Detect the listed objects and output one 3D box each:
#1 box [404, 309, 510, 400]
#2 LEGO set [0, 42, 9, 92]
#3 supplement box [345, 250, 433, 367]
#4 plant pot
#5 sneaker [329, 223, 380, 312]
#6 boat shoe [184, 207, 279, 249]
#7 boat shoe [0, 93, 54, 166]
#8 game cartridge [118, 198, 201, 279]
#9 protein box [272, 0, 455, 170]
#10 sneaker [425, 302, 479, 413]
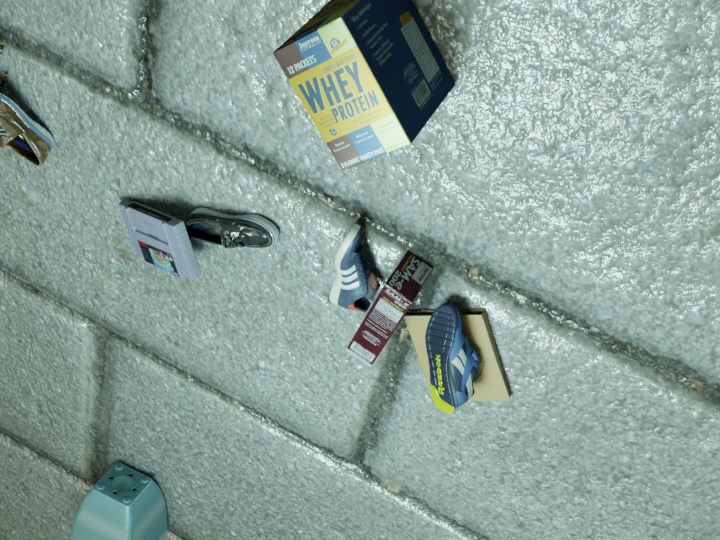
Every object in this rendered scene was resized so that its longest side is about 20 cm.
[{"bbox_3d":[0.182,0.159,1.814,0.161,0.021,0.203,-2,122,31],"label":"box"},{"bbox_3d":[-0.758,-0.401,1.880,0.151,0.118,0.201,3,148,-9],"label":"LEGO set"},{"bbox_3d":[0.051,0.072,1.761,0.060,0.109,0.201,33,133,2],"label":"supplement box"},{"bbox_3d":[-0.626,0.625,2.538,0.193,0.197,0.203,21,123,14],"label":"plant pot"},{"bbox_3d":[0.000,0.000,1.762,0.083,0.075,0.202,25,143,12],"label":"sneaker"},{"bbox_3d":[-0.252,-0.072,1.852,0.197,0.066,0.071,15,131,19],"label":"boat shoe"},{"bbox_3d":[-0.686,-0.278,1.888,0.072,0.073,0.199,-26,135,34],"label":"boat shoe"},{"bbox_3d":[-0.401,-0.061,1.930,0.198,0.038,0.132,20,131,41],"label":"game cartridge"},{"bbox_3d":[0.012,-0.297,1.432,0.133,0.199,0.202,-16,115,37],"label":"protein box"},{"bbox_3d":[0.169,0.152,1.758,0.073,0.081,0.204,20,118,51],"label":"sneaker"}]
